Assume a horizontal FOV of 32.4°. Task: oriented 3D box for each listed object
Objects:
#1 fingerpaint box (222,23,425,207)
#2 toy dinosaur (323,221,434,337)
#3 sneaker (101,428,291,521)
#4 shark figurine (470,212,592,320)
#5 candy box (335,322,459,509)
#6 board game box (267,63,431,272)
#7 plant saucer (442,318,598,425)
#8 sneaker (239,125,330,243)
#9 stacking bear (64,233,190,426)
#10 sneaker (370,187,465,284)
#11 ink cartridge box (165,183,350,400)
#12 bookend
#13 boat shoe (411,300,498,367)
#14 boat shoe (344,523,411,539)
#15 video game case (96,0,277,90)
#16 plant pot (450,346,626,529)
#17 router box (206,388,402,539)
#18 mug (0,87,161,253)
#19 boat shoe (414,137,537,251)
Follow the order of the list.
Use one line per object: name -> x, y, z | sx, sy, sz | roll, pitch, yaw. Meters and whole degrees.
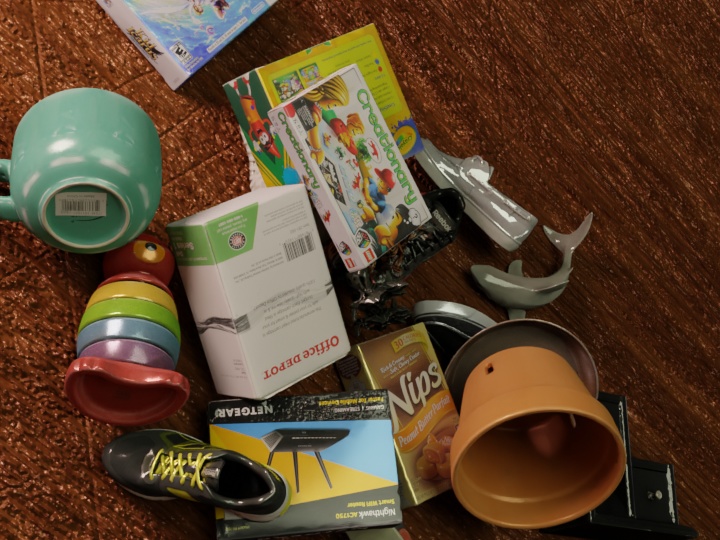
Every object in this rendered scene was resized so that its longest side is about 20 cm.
fingerpaint box -> -0.040, -0.177, 1.447 | 0.200, 0.073, 0.167 | -31, 101, -40
toy dinosaur -> 0.000, 0.000, 1.472 | 0.136, 0.200, 0.102 | 59, 15, 25
sneaker -> -0.166, 0.200, 1.260 | 0.199, 0.085, 0.075 | 12, 71, 0
shark figurine -> 0.258, 0.009, 1.681 | 0.214, 0.089, 0.128 | -27, 91, -38
candy box -> 0.056, 0.174, 1.488 | 0.115, 0.055, 0.201 | -16, 83, -41
board game box -> -0.009, -0.116, 1.387 | 0.126, 0.035, 0.200 | -37, 106, -38
plant saucer -> 0.196, 0.149, 1.546 | 0.200, 0.200, 0.032 | 42, 11, -16
sneaker -> -0.103, -0.117, 1.467 | 0.085, 0.073, 0.201 | -26, 89, -50
stacking bear -> -0.237, 0.049, 1.290 | 0.121, 0.114, 0.201 | 12, 54, -17
sneaker -> 0.066, -0.040, 1.551 | 0.071, 0.098, 0.200 | 51, 54, -11
ink cartridge box -> -0.109, 0.022, 1.357 | 0.146, 0.084, 0.201 | -24, 106, -39
bookend -> 0.337, 0.253, 1.639 | 0.199, 0.092, 0.199 | 15, 64, -32
boat shoe -> 0.144, 0.102, 1.576 | 0.200, 0.072, 0.068 | 30, 57, -31
boat shoe -> -0.006, 0.255, 1.409 | 0.200, 0.071, 0.063 | 55, 11, 5
video game case -> -0.217, -0.345, 1.496 | 0.181, 0.045, 0.200 | 48, 52, -10
plant pot -> 0.198, 0.184, 1.450 | 0.200, 0.200, 0.140 | 29, 32, -24
router box -> -0.062, 0.211, 1.341 | 0.199, 0.051, 0.150 | -4, 74, -10
mug -> -0.291, -0.083, 1.268 | 0.152, 0.185, 0.115 | 39, 25, -37
boat shoe -> 0.150, -0.113, 1.633 | 0.200, 0.069, 0.072 | 44, 9, 1
